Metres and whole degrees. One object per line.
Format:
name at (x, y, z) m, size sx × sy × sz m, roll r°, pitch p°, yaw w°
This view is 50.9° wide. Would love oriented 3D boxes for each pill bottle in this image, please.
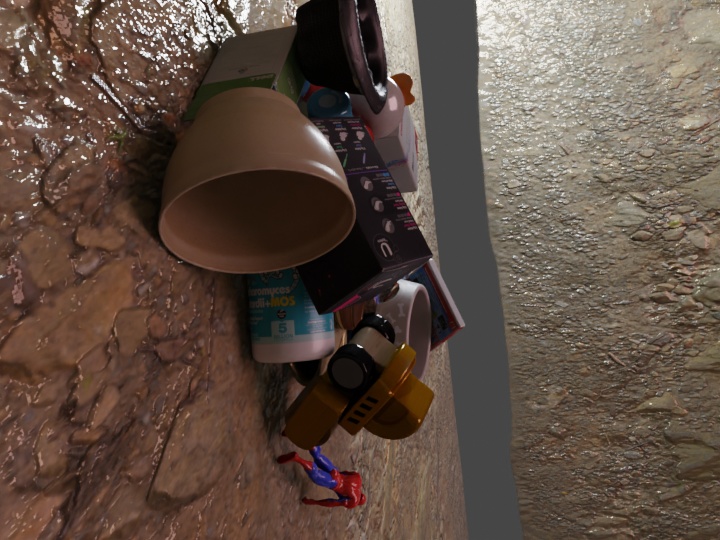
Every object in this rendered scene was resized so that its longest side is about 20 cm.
pill bottle at (-0.093, 0.015, 0.988) m, size 0.111 × 0.110 × 0.202 m, roll 3°, pitch 82°, yaw -77°

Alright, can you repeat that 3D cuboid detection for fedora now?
fedora at (-0.027, -0.285, 0.949) m, size 0.200 × 0.091 × 0.203 m, roll -6°, pitch 90°, yaw -77°

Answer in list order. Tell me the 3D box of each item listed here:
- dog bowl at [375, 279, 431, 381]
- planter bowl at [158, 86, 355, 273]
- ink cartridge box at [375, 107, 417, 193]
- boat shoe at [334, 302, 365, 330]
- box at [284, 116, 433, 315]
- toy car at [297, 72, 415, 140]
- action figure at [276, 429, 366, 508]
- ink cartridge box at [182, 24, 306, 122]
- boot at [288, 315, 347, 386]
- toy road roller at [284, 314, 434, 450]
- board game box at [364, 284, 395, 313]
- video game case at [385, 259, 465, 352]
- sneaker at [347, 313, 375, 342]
dog bowl at (0.077, 0.112, 1.319) m, size 0.200 × 0.058 × 0.202 m, roll 1°, pitch 90°, yaw -71°
planter bowl at (-0.113, -0.103, 0.794) m, size 0.200 × 0.198 × 0.136 m, roll 59°, pitch 18°, yaw -62°
ink cartridge box at (0.031, -0.265, 1.531) m, size 0.200 × 0.143 × 0.147 m, roll 63°, pitch 27°, yaw -60°
boat shoe at (0.000, -0.001, 1.137) m, size 0.072 × 0.067 × 0.202 m, roll -41°, pitch 138°, yaw -65°
box at (-0.025, -0.068, 0.907) m, size 0.106 × 0.122 × 0.201 m, roll -15°, pitch 74°, yaw -49°
toy car at (-0.013, -0.240, 1.122) m, size 0.200 × 0.177 × 0.185 m, roll -38°, pitch 149°, yaw -19°
action figure at (-0.069, 0.307, 1.128) m, size 0.200 × 0.098 × 0.066 m, roll 45°, pitch 39°, yaw -36°
ink cartridge box at (-0.131, -0.217, 0.911) m, size 0.201 × 0.103 × 0.060 m, roll -80°, pitch 160°, yaw -47°
boot at (-0.069, 0.069, 1.166) m, size 0.155 × 0.072 × 0.202 m, roll -5°, pitch 95°, yaw -76°
toy road roller at (0.005, 0.175, 1.019) m, size 0.200 × 0.146 × 0.123 m, roll -51°, pitch 178°, yaw 30°
board game box at (-0.006, -0.031, 1.344) m, size 0.200 × 0.096 × 0.161 m, roll -51°, pitch 130°, yaw -65°
video game case at (0.101, 0.091, 1.436) m, size 0.017 × 0.200 × 0.144 m, roll -5°, pitch 62°, yaw -42°
sneaker at (0.001, 0.130, 1.333) m, size 0.201 × 0.088 × 0.079 m, roll -56°, pitch 147°, yaw -32°
